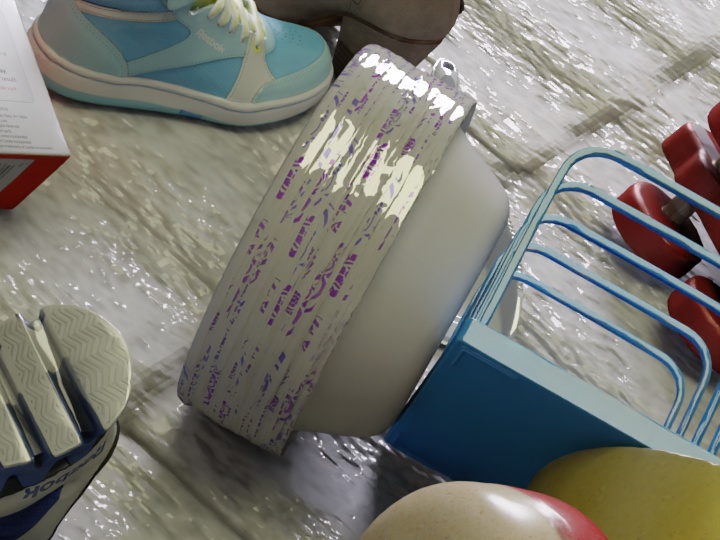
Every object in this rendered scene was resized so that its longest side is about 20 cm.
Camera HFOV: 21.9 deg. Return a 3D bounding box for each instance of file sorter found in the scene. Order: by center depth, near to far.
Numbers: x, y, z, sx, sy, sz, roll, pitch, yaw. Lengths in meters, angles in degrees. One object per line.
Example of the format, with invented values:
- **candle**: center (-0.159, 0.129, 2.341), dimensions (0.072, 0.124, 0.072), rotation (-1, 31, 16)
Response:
- **file sorter**: center (0.113, 0.045, 0.907), dimensions (0.138, 0.200, 0.123), rotation (29, 71, 1)

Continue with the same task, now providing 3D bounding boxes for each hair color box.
- **hair color box**: center (-0.239, -0.132, 0.971), dimensions (0.110, 0.064, 0.201), rotation (-1, 64, -48)

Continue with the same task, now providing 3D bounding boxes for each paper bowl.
- **paper bowl**: center (0.000, 0.000, 0.914), dimensions (0.104, 0.201, 0.201), rotation (30, 38, 2)

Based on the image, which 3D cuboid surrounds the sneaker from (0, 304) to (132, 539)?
- **sneaker**: center (-0.183, 0.095, 0.796), dimensions (0.198, 0.115, 0.081), rotation (-22, 66, -10)

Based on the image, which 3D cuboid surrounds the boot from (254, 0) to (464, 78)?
- **boot**: center (-0.009, -0.210, 1.186), dimensions (0.070, 0.147, 0.200), rotation (-22, 59, -42)

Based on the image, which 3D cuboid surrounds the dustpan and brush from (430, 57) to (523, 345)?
- **dustpan and brush**: center (0.038, -0.052, 1.108), dimensions (0.139, 0.057, 0.201), rotation (20, 39, -11)

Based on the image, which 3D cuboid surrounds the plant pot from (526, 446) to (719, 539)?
- **plant pot**: center (0.131, 0.196, 0.810), dimensions (0.199, 0.200, 0.142), rotation (32, 58, 4)

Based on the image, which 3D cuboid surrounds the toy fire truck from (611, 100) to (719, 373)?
- **toy fire truck**: center (0.267, -0.009, 1.176), dimensions (0.167, 0.112, 0.201), rotation (19, 36, -42)

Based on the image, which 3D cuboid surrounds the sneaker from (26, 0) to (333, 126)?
- **sneaker**: center (-0.087, -0.158, 1.094), dimensions (0.199, 0.131, 0.080), rotation (-1, 45, -32)

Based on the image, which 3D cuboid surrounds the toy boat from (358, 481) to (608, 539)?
- **toy boat**: center (0.048, 0.172, 0.700), dimensions (0.130, 0.201, 0.131), rotation (12, 42, -23)
